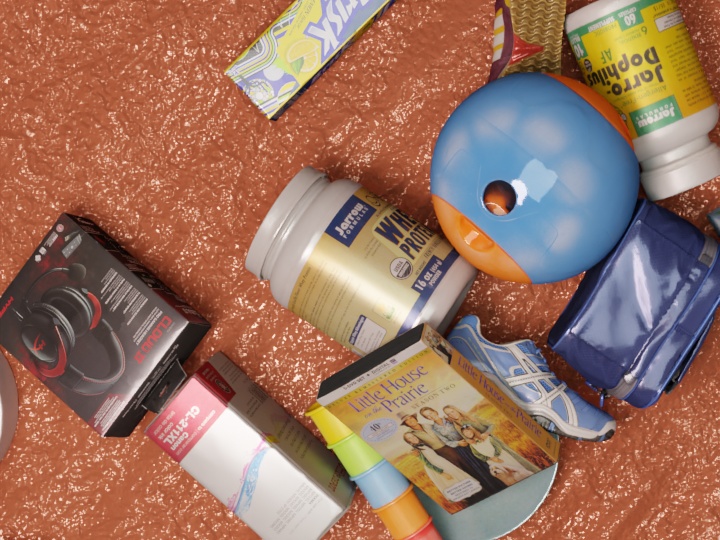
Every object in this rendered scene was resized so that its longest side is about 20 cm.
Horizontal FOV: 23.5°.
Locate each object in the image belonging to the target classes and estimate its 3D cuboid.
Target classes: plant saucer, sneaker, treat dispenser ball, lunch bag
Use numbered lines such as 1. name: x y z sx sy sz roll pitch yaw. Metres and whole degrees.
1. plant saucer: 0.104 0.178 1.781 0.199 0.039 0.203 0 95 3
2. sneaker: 0.166 -0.227 1.734 0.074 0.090 0.201 7 121 -5
3. treat dispenser ball: 0.165 -0.088 1.651 0.199 0.201 0.203 0 95 3
4. sneaker: 0.168 0.112 1.715 0.199 0.076 0.078 25 84 -10
5. lunch bag: 0.280 0.043 1.711 0.132 0.136 0.201 31 95 1

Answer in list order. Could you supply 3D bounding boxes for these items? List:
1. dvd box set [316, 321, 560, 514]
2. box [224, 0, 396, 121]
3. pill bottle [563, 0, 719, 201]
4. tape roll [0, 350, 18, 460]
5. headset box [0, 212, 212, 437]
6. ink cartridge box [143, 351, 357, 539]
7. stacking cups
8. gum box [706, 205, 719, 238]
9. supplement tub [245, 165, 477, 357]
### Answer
1. dvd box set: 0.076 0.147 1.678 0.146 0.030 0.200 -31 119 34
2. box: -0.041 -0.244 1.743 0.200 0.064 0.070 -44 91 5
3. pill bottle: 0.285 -0.176 1.705 0.112 0.113 0.201 -22 93 5
4. tape roll: -0.459 0.144 1.794 0.200 0.071 0.205 0 95 2
5. headset box: -0.259 0.062 1.752 0.200 0.075 0.149 40 96 14
6. ink cartridge box: -0.106 0.186 1.739 0.200 0.146 0.083 42 97 0
7. stacking cups: 0.017 0.213 1.742 0.060 0.061 0.201 -29 94 5
8. gum box: 0.406 0.013 1.670 0.044 0.200 0.171 -31 93 5
9. supplement tub: 0.000 0.000 1.714 0.199 0.144 0.145 32 96 7
